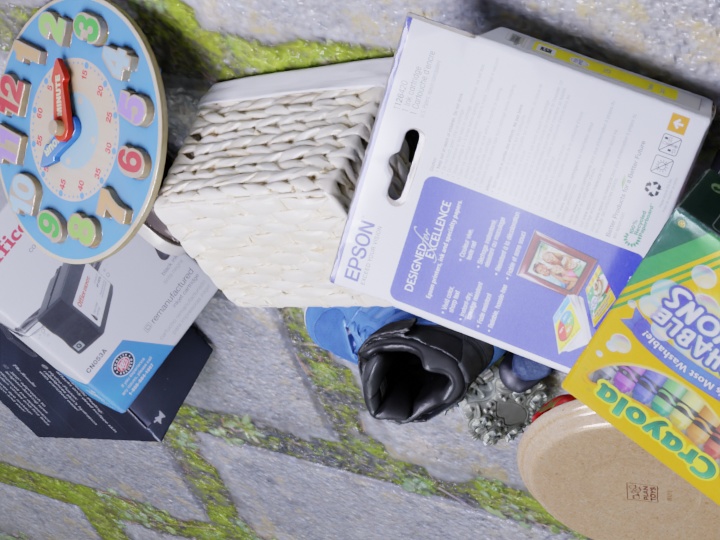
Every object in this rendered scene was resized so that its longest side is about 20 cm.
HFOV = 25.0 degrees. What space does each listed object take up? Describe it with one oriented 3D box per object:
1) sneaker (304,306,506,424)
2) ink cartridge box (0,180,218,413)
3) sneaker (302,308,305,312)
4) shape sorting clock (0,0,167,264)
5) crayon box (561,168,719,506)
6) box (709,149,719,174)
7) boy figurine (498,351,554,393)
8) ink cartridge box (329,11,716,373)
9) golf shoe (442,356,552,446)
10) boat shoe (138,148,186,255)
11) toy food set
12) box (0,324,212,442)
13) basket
[{"bbox_3d":[0.014,0.056,1.175,0.199,0.111,0.077,0,124,40],"label":"sneaker"},{"bbox_3d":[-0.243,0.001,1.386,0.200,0.146,0.084,44,166,-28],"label":"ink cartridge box"},{"bbox_3d":[0.000,0.000,1.280,0.071,0.073,0.200,42,145,-14],"label":"sneaker"},{"bbox_3d":[-0.215,-0.106,1.217,0.039,0.202,0.199,-2,176,-45],"label":"shape sorting clock"},{"bbox_3d":[0.205,0.054,0.966,0.125,0.052,0.201,36,137,11],"label":"crayon box"},{"bbox_3d":[0.313,0.009,0.996,0.199,0.115,0.132,6,144,36],"label":"box"},{"bbox_3d":[0.141,0.026,1.180,0.125,0.064,0.200,55,156,8],"label":"boy figurine"},{"bbox_3d":[0.100,-0.049,1.048,0.198,0.047,0.199,22,117,8],"label":"ink cartridge box"},{"bbox_3d":[0.089,0.078,1.331,0.200,0.078,0.098,36,-161,-53],"label":"golf shoe"},{"bbox_3d":[-0.199,-0.096,1.307,0.200,0.072,0.059,41,128,-9],"label":"boat shoe"},{"bbox_3d":[0.218,0.151,1.232,0.196,0.049,0.201,-7,135,26],"label":"toy food set"},{"bbox_3d":[-0.285,0.060,1.558,0.199,0.118,0.197,-2,137,43],"label":"box"},{"bbox_3d":[-0.034,-0.057,1.172,0.199,0.124,0.136,-3,138,41],"label":"basket"}]
